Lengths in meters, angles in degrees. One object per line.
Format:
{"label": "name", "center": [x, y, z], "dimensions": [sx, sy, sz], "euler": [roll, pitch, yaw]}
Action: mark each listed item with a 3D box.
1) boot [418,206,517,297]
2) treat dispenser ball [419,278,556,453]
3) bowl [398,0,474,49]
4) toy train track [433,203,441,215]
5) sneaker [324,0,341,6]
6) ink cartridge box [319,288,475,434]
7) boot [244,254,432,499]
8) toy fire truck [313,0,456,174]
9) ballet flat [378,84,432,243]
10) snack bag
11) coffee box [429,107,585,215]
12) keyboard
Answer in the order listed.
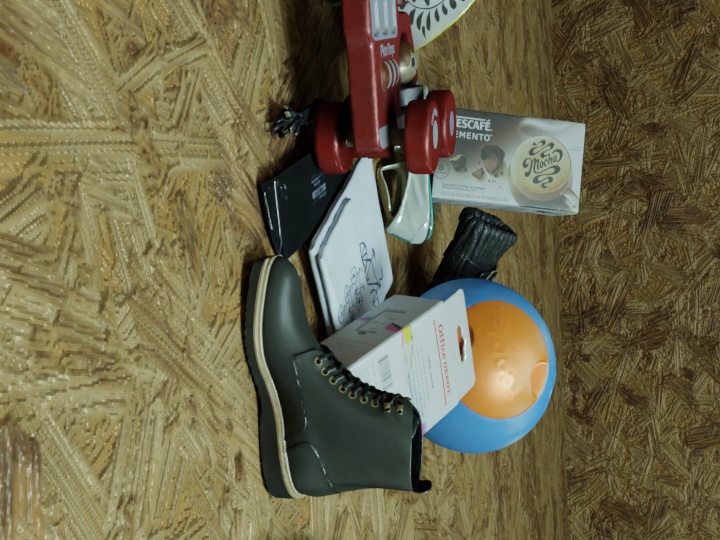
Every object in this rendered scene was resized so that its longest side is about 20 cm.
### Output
{"label": "boot", "center": [0.159, -0.001, 1.168], "dimensions": [0.160, 0.079, 0.210], "euler": [-63, 162, 10]}
{"label": "treat dispenser ball", "center": [0.131, 0.112, 0.998], "dimensions": [0.200, 0.196, 0.206], "euler": [-3, 90, -70]}
{"label": "bowl", "center": [0.047, -0.338, 0.900], "dimensions": [0.094, 0.198, 0.204], "euler": [35, 50, -36]}
{"label": "toy train track", "center": [0.125, -0.168, 1.263], "dimensions": [0.115, 0.032, 0.203], "euler": [63, 30, -49]}
{"label": "sneaker", "center": [-0.033, -0.359, 0.814], "dimensions": [0.112, 0.076, 0.204], "euler": [46, 35, -53]}
{"label": "ink cartridge box", "center": [0.033, 0.102, 0.830], "dimensions": [0.199, 0.067, 0.119], "euler": [-29, 116, -45]}
{"label": "boot", "center": [-0.015, 0.084, 0.687], "dimensions": [0.077, 0.135, 0.205], "euler": [-33, 116, -66]}
{"label": "toy fire truck", "center": [0.026, -0.186, 0.802], "dimensions": [0.200, 0.110, 0.172], "euler": [-47, 137, -66]}
{"label": "ballet flat", "center": [0.054, -0.134, 1.017], "dimensions": [0.069, 0.068, 0.205], "euler": [33, 56, -66]}
{"label": "snack bag", "center": [0.000, 0.000, 0.887], "dimensions": [0.201, 0.021, 0.192], "euler": [-66, 150, -50]}
{"label": "coffee box", "center": [0.175, -0.137, 1.068], "dimensions": [0.080, 0.195, 0.116], "euler": [-171, -93, -79]}
{"label": "keyboard", "center": [-0.048, -0.100, 0.793], "dimensions": [0.200, 0.020, 0.130], "euler": [-51, 140, -63]}
